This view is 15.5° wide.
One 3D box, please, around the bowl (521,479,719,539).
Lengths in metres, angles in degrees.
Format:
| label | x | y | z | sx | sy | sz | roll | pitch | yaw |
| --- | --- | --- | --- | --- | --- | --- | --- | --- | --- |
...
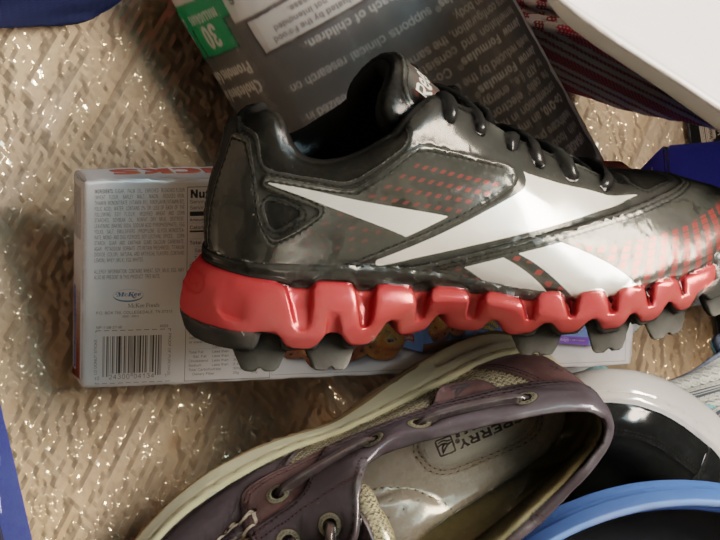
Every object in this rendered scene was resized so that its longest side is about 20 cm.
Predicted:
| label | x | y | z | sx | sy | sz | roll | pitch | yaw |
| --- | --- | --- | --- | --- | --- | --- | --- | --- | --- |
| bowl | 0.110 | 0.168 | 0.948 | 0.201 | 0.200 | 0.039 | 53 | 6 | -17 |

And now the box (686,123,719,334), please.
| label | x | y | z | sx | sy | sz | roll | pitch | yaw |
| --- | --- | --- | --- | --- | --- | --- | --- | --- | --- |
| box | 0.217 | -0.028 | 1.163 | 0.046 | 0.159 | 0.201 | 7 | 67 | -32 |

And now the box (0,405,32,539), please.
| label | x | y | z | sx | sy | sz | roll | pitch | yaw |
| --- | --- | --- | --- | --- | --- | --- | --- | --- | --- |
| box | -0.171 | 0.062 | 0.792 | 0.200 | 0.032 | 0.121 | -4 | 76 | -50 |

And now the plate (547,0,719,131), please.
| label | x | y | z | sx | sy | sz | roll | pitch | yaw |
| --- | --- | --- | --- | --- | --- | --- | --- | --- | --- |
| plate | 0.165 | -0.095 | 0.940 | 0.200 | 0.032 | 0.200 | 35 | 47 | -7 |

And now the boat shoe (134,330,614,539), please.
| label | x | y | z | sx | sy | sz | roll | pitch | yaw |
| --- | --- | --- | --- | --- | --- | --- | --- | --- | --- |
| boat shoe | -0.003 | 0.088 | 0.880 | 0.200 | 0.065 | 0.072 | -31 | 108 | -18 |

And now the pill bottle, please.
| label | x | y | z | sx | sy | sz | roll | pitch | yaw |
| --- | --- | --- | --- | --- | --- | --- | --- | --- | --- |
| pill bottle | 0.022 | -0.051 | 0.994 | 0.113 | 0.113 | 0.200 | -40 | 103 | -49 |

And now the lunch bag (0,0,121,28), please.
| label | x | y | z | sx | sy | sz | roll | pitch | yaw |
| --- | --- | --- | --- | --- | --- | --- | --- | --- | --- |
| lunch bag | -0.108 | -0.163 | 0.884 | 0.200 | 0.132 | 0.136 | -11 | 81 | -49 |

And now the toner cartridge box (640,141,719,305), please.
| label | x | y | z | sx | sy | sz | roll | pitch | yaw |
| --- | --- | --- | --- | --- | --- | --- | --- | --- | --- |
| toner cartridge box | 0.152 | -0.017 | 1.049 | 0.200 | 0.095 | 0.043 | 107 | -21 | -83 |

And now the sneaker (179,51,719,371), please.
| label | x | y | z | sx | sy | sz | roll | pitch | yaw |
| --- | --- | --- | --- | --- | --- | --- | --- | --- | --- |
| sneaker | 0.039 | -0.024 | 0.875 | 0.200 | 0.071 | 0.098 | -3 | 104 | -15 |

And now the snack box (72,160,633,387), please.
| label | x | y | z | sx | sy | sz | roll | pitch | yaw |
| --- | --- | --- | --- | --- | --- | --- | --- | --- | --- |
| snack box | 0.000 | 0.000 | 0.920 | 0.199 | 0.024 | 0.072 | -2 | 101 | -16 |

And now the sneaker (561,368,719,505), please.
| label | x | y | z | sx | sy | sz | roll | pitch | yaw |
| --- | --- | --- | --- | --- | --- | --- | --- | --- | --- |
| sneaker | 0.109 | 0.131 | 0.990 | 0.200 | 0.073 | 0.112 | 65 | 27 | -50 |

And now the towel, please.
| label | x | y | z | sx | sy | sz | roll | pitch | yaw |
| --- | --- | --- | --- | --- | --- | --- | --- | --- | --- |
| towel | 0.115 | -0.088 | 1.061 | 0.146 | 0.200 | 0.030 | 22 | 86 | -43 |

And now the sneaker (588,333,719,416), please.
| label | x | y | z | sx | sy | sz | roll | pitch | yaw |
| --- | --- | --- | --- | --- | --- | --- | --- | --- | --- |
| sneaker | 0.174 | 0.061 | 1.072 | 0.078 | 0.199 | 0.087 | 85 | 1 | -56 |
